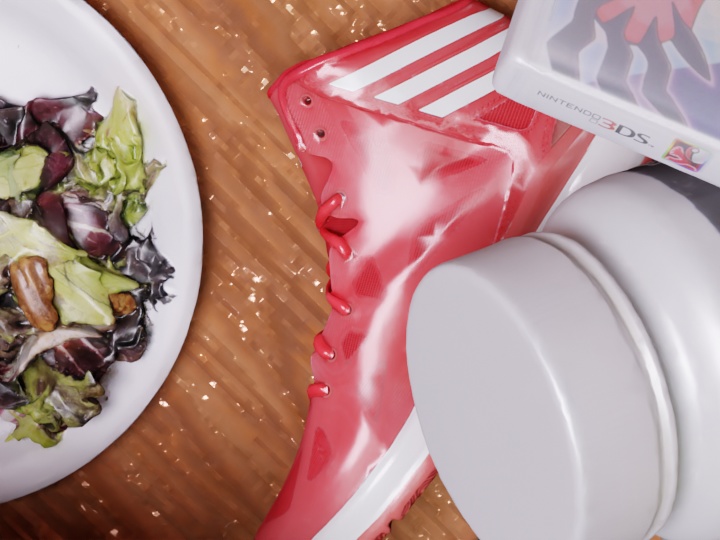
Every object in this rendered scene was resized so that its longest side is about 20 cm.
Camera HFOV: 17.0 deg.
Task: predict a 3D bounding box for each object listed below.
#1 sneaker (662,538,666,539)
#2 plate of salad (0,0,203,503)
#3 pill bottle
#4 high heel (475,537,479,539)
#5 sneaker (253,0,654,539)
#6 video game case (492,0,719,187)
[{"bbox_3d":[0.131,0.125,0.819,0.112,0.073,0.201,28,96,-3],"label":"sneaker"},{"bbox_3d":[-0.152,-0.010,0.793,0.199,0.048,0.201,0,105,1],"label":"plate of salad"},{"bbox_3d":[0.122,0.015,0.720,0.199,0.113,0.114,-19,107,-24],"label":"pill bottle"},{"bbox_3d":[0.046,0.169,0.790,0.071,0.143,0.201,20,105,-4],"label":"high heel"},{"bbox_3d":[0.000,0.000,0.789,0.115,0.078,0.200,36,92,0],"label":"sneaker"},{"bbox_3d":[0.148,-0.101,0.706,0.182,0.023,0.201,22,61,-5],"label":"video game case"}]
